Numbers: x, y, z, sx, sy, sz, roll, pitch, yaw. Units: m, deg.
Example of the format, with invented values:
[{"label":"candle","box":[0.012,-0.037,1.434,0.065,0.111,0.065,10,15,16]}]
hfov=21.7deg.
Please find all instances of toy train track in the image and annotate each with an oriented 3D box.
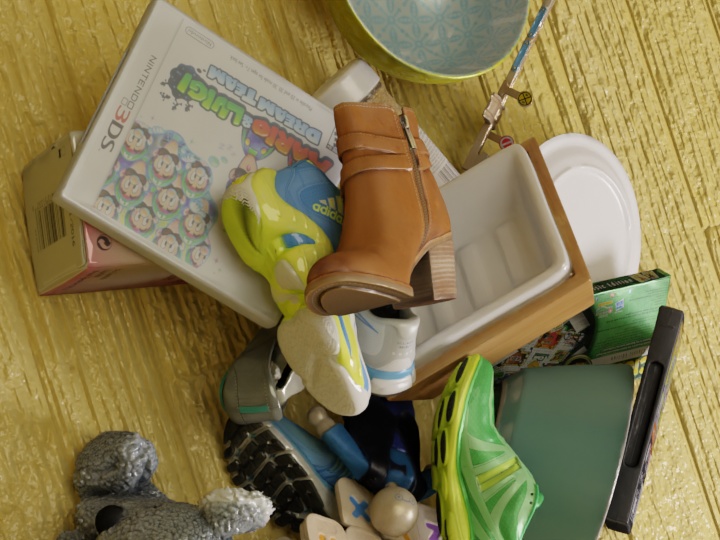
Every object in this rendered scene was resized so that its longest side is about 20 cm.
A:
[{"label":"toy train track","box":[0.150,-0.175,1.688,0.032,0.115,0.201,26,92,7]}]

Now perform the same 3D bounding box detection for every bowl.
[{"label":"bowl","box":[0.041,-0.250,1.673,0.198,0.107,0.202,8,73,-27]},{"label":"bowl","box":[0.154,0.163,1.603,0.104,0.201,0.203,16,69,0]}]

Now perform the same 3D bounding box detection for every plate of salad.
[{"label":"plate of salad","box":[0.188,-0.025,1.726,0.199,0.048,0.202,-4,96,-44]}]

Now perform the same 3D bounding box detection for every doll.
[{"label":"doll","box":[0.014,0.135,1.547,0.136,0.048,0.201,25,38,-30]}]

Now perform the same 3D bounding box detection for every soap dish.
[{"label":"soap dish","box":[0.093,0.004,1.568,0.081,0.199,0.158,38,27,-47]}]

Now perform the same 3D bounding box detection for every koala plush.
[{"label":"koala plush","box":[-0.149,0.224,1.403,0.184,0.200,0.178,45,61,-12]}]

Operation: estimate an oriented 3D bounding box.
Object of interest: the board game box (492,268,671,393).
[{"label":"board game box","box":[0.192,0.064,1.695,0.198,0.023,0.106,-11,117,-30]}]

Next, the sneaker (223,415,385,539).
[{"label":"sneaker","box":[-0.031,0.174,1.565,0.200,0.078,0.090,44,41,-13]}]

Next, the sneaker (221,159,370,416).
[{"label":"sneaker","box":[-0.022,0.005,1.431,0.105,0.075,0.201,-33,104,-34]}]

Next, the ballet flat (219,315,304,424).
[{"label":"ballet flat","box":[-0.051,0.055,1.541,0.201,0.063,0.068,-61,141,-48]}]

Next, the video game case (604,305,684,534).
[{"label":"video game case","box":[0.245,0.134,1.629,0.025,0.200,0.183,15,83,11]}]

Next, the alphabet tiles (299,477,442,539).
[{"label":"alphabet tiles","box":[0.038,0.257,1.482,0.199,0.015,0.197,23,36,-32]}]

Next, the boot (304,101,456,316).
[{"label":"boot","box":[0.003,-0.049,1.384,0.200,0.073,0.156,-1,78,-66]}]

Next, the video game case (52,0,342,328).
[{"label":"video game case","box":[-0.113,-0.082,1.450,0.199,0.024,0.183,32,68,-21]}]

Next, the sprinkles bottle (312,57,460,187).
[{"label":"sprinkles bottle","box":[0.039,-0.092,1.656,0.200,0.068,0.068,49,61,-9]}]

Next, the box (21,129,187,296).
[{"label":"box","box":[-0.155,-0.049,1.508,0.198,0.128,0.110,-5,81,-28]}]

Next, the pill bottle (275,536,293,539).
[{"label":"pill bottle","box":[0.001,0.298,1.515,0.199,0.112,0.113,32,65,-18]}]

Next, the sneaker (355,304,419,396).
[{"label":"sneaker","box":[0.000,0.000,1.514,0.074,0.087,0.201,-11,49,-29]}]

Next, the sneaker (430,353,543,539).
[{"label":"sneaker","box":[0.102,0.168,1.509,0.083,0.074,0.202,-2,85,-12]}]
